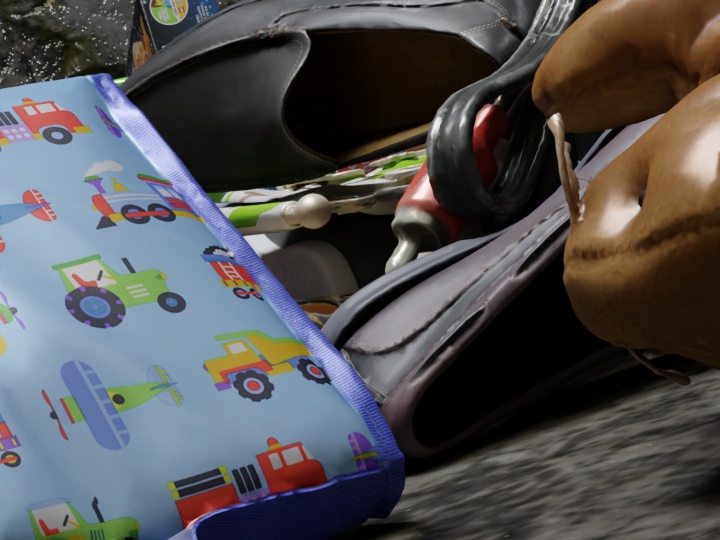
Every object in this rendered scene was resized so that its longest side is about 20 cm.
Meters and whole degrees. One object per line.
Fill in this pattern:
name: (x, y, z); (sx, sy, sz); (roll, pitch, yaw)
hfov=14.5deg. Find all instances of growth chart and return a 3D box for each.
growth chart: (0.011, -0.038, 1.135); (0.199, 0.018, 0.144); (-18, 9, -39)

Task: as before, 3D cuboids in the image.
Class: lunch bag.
lunch bag: (-0.093, 0.032, 0.789); (0.150, 0.095, 0.200); (-12, 33, -31)

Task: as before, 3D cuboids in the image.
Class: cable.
cable: (0.050, -0.061, 0.969); (0.050, 0.097, 0.201); (-2, 52, 25)

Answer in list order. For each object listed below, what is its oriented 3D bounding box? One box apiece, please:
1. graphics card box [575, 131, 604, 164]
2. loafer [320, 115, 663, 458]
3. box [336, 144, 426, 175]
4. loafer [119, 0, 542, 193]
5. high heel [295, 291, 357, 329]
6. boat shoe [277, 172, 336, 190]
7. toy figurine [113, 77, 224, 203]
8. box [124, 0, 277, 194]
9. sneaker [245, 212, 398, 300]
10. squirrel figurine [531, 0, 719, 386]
graphics card box: (0.125, -0.072, 1.024); (0.201, 0.051, 0.125); (-59, 21, -18)
loafer: (0.081, 0.001, 0.888); (0.199, 0.072, 0.063); (-31, 24, -9)
box: (0.039, -0.080, 1.340); (0.094, 0.103, 0.200); (-1, 15, 4)
loafer: (-0.019, -0.069, 1.063); (0.199, 0.073, 0.072); (-18, 12, 25)
high heel: (-0.052, -0.009, 1.007); (0.071, 0.143, 0.200); (-13, 6, 37)
boat shoe: (-0.011, -0.019, 1.447); (0.074, 0.075, 0.202); (-13, 15, -9)
toy figurine: (-0.139, 0.010, 1.200); (0.199, 0.150, 0.184); (-33, 16, 3)
box: (-0.081, -0.057, 1.437); (0.038, 0.137, 0.200); (-17, -9, -10)
sneaker: (0.000, 0.000, 1.199); (0.099, 0.071, 0.200); (-15, 8, -19)
squirrel figurine: (0.139, -0.045, 0.716); (0.199, 0.142, 0.187); (-8, 25, 24)
